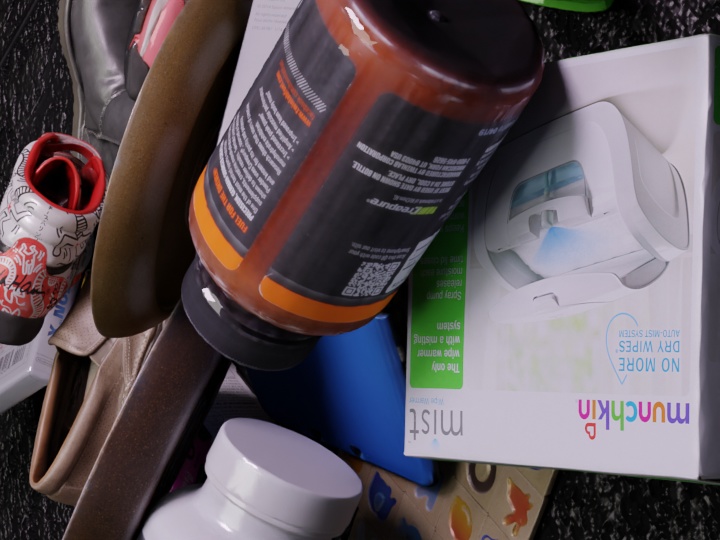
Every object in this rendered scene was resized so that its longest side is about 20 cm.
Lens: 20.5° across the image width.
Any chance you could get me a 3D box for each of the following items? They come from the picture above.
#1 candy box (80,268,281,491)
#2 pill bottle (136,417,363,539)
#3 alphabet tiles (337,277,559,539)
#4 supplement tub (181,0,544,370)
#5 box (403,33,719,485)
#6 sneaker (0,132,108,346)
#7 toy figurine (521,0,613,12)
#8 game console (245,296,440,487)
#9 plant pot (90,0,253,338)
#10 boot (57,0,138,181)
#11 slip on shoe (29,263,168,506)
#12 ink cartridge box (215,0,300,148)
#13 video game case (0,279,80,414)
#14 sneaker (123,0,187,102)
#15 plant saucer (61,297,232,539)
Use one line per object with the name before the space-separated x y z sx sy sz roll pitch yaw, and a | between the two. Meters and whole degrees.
candy box | -0.129 0.107 1.261 0.200 0.061 0.137 47 126 47
pill bottle | -0.076 0.183 1.036 0.112 0.111 0.201 40 109 49
alphabet tiles | 0.043 0.100 1.055 0.166 0.006 0.201 45 125 47
supplement tub | -0.010 -0.045 0.882 0.200 0.106 0.107 -55 46 36
box | 0.114 0.001 0.875 0.199 0.096 0.178 -1 85 55
sneaker | -0.188 -0.042 1.241 0.108 0.067 0.202 -60 9 23
toy figurine | 0.069 -0.233 0.956 0.200 0.149 0.186 -161 89 -80
game console | 0.000 0.000 1.104 0.171 0.118 0.199 -57 31 -11
plant pot | -0.087 -0.056 1.035 0.027 0.200 0.202 20 111 9
boot | -0.122 -0.103 1.250 0.200 0.072 0.184 27 125 60
slip on shoe | -0.155 0.042 1.201 0.076 0.060 0.202 17 96 52
ink cartridge box | -0.029 -0.118 1.035 0.100 0.039 0.201 74 -154 -60
video game case | -0.244 0.021 1.415 0.200 0.022 0.184 -30 42 52
sneaker | -0.062 -0.174 1.104 0.201 0.086 0.074 -62 8 -7
plant saucer | -0.108 0.086 1.080 0.200 0.034 0.202 90 -154 -86
